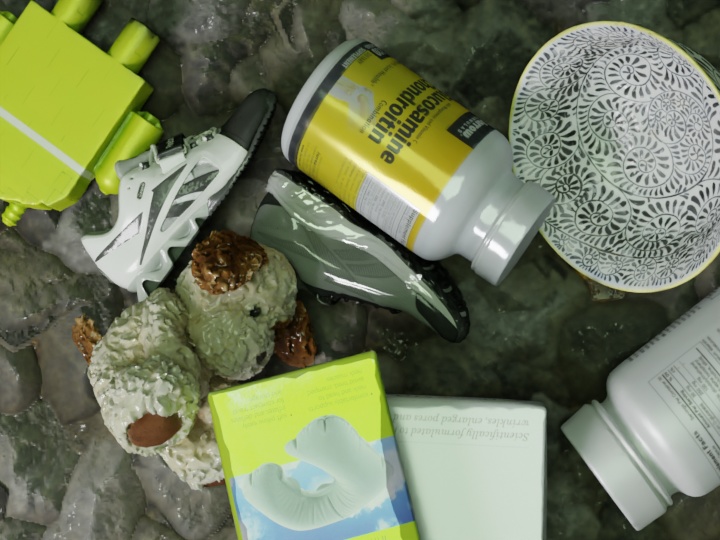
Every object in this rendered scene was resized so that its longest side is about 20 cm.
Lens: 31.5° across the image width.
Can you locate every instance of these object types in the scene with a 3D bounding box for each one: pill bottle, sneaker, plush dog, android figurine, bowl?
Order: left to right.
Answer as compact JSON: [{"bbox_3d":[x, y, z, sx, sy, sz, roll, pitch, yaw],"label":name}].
[{"bbox_3d":[-0.254,-0.134,1.052,0.181,0.041,0.201,33,90,7],"label":"android figurine"},{"bbox_3d":[-0.146,-0.076,1.012,0.088,0.074,0.201,38,91,-6],"label":"sneaker"},{"bbox_3d":[-0.119,0.049,0.972,0.171,0.200,0.161,-40,62,-2],"label":"plush dog"},{"bbox_3d":[0.000,0.000,1.005,0.199,0.074,0.080,34,102,13],"label":"sneaker"},{"bbox_3d":[0.045,-0.079,0.974,0.199,0.112,0.113,36,91,10],"label":"pill bottle"},{"bbox_3d":[0.215,-0.094,0.951,0.199,0.094,0.203,23,124,39],"label":"bowl"},{"bbox_3d":[0.253,0.093,0.942,0.199,0.113,0.114,-38,83,3],"label":"pill bottle"}]

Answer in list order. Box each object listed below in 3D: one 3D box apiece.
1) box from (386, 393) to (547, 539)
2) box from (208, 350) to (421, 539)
[{"bbox_3d":[0.040,0.194,0.952,0.196,0.131,0.203,2,87,6],"label":"box"},{"bbox_3d":[-0.024,0.167,0.865,0.120,0.048,0.203,-14,84,-4],"label":"box"}]
